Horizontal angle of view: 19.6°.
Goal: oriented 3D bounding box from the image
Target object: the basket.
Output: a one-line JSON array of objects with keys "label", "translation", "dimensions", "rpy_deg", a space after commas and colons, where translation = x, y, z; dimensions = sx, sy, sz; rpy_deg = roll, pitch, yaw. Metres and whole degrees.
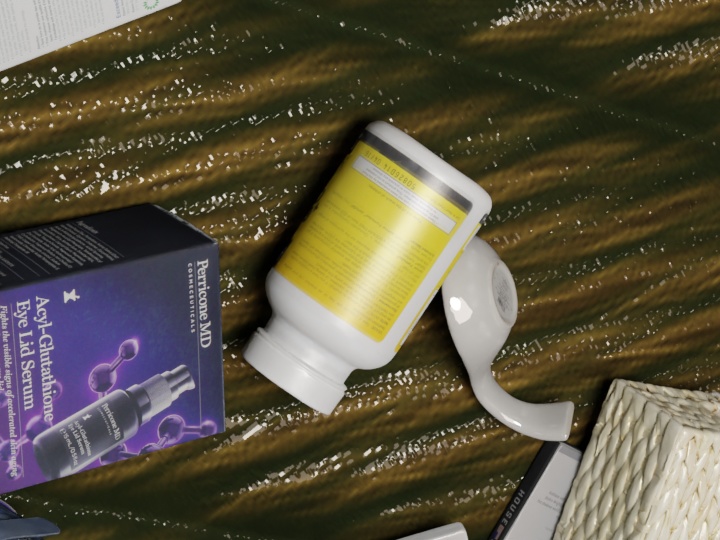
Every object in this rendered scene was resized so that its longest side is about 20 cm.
[{"label": "basket", "translation": [0.247, 0.200, 1.672], "dimensions": [0.123, 0.136, 0.201], "rpy_deg": [14, 101, -26]}]

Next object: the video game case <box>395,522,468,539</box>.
[{"label": "video game case", "translation": [0.035, 0.310, 1.687], "dimensions": [0.142, 0.018, 0.201], "rpy_deg": [-16, 115, -6]}]

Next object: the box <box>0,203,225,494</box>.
[{"label": "box", "translation": [-0.201, 0.051, 1.432], "dimensions": [0.199, 0.104, 0.149], "rpy_deg": [-15, 115, -29]}]

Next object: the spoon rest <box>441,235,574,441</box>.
[{"label": "spoon rest", "translation": [0.103, 0.056, 1.614], "dimensions": [0.060, 0.100, 0.201], "rpy_deg": [-12, 128, 26]}]

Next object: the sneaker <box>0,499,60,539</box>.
[{"label": "sneaker", "translation": [-0.298, 0.189, 1.425], "dimensions": [0.199, 0.146, 0.081], "rpy_deg": [23, 97, -31]}]

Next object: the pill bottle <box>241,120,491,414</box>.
[{"label": "pill bottle", "translation": [0.000, 0.000, 1.521], "dimensions": [0.112, 0.112, 0.201], "rpy_deg": [33, 92, -31]}]

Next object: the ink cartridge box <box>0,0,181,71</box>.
[{"label": "ink cartridge box", "translation": [-0.217, -0.220, 1.333], "dimensions": [0.199, 0.041, 0.200], "rpy_deg": [-25, 143, -18]}]

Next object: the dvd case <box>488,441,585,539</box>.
[{"label": "dvd case", "translation": [0.166, 0.253, 1.743], "dimensions": [0.150, 0.025, 0.201], "rpy_deg": [28, 94, -31]}]
